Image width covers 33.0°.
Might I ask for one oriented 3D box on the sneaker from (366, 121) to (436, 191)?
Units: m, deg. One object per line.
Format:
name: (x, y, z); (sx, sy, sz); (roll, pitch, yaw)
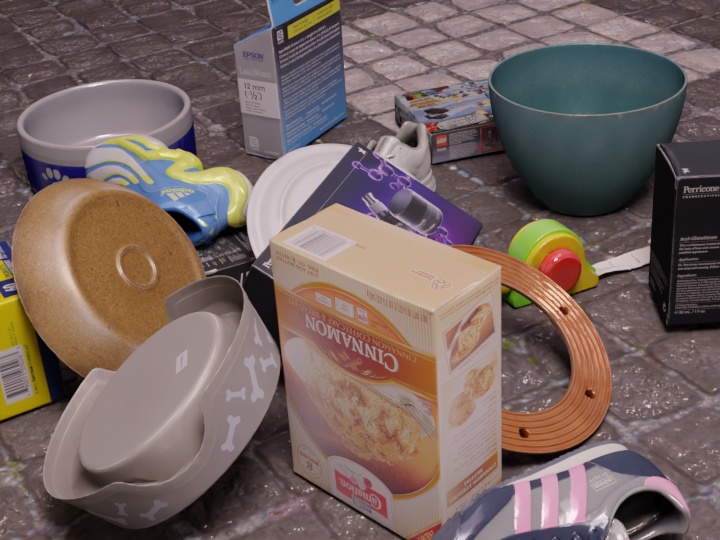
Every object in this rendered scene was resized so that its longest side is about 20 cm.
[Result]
sneaker: (0.012, -0.089, 1.250); (0.074, 0.088, 0.200); (14, 36, 24)

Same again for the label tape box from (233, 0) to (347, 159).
label tape box: (-0.082, -0.252, 1.428); (0.066, 0.202, 0.143); (12, 33, 29)

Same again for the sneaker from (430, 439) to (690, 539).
sneaker: (0.130, 0.175, 0.793); (0.199, 0.071, 0.082); (-23, 32, -27)

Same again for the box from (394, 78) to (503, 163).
box: (0.154, -0.186, 1.447); (0.198, 0.040, 0.137); (-11, 30, -12)

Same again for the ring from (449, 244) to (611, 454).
ring: (0.108, 0.062, 0.965); (0.198, 0.019, 0.202); (14, 47, -15)

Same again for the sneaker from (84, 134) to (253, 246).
sneaker: (-0.204, -0.074, 1.174); (0.198, 0.076, 0.105); (11, 34, 24)

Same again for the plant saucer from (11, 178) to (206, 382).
plant saucer: (-0.196, 0.005, 1.021); (0.035, 0.201, 0.200); (-31, 12, 36)

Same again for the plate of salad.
plate of salad: (-0.012, -0.032, 1.143); (0.198, 0.048, 0.202); (9, 56, -13)

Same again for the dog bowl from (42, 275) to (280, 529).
dog bowl: (-0.140, 0.098, 0.885); (0.199, 0.059, 0.201); (-34, 28, 21)

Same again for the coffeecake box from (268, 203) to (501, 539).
coffeecake box: (0.020, 0.075, 0.849); (0.153, 0.202, 0.073); (22, 38, 39)

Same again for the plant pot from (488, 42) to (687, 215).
plant pot: (0.231, -0.138, 1.256); (0.198, 0.136, 0.201); (-3, 30, 2)

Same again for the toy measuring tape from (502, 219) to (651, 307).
toy measuring tape: (0.204, -0.021, 1.124); (0.198, 0.074, 0.074); (-16, 32, -19)

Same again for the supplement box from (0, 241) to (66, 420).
supplement box: (-0.361, 0.070, 0.999); (0.198, 0.111, 0.109); (-20, 33, -25)

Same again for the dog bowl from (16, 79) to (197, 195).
dog bowl: (-0.289, -0.148, 1.399); (0.198, 0.080, 0.201); (-3, 30, 2)

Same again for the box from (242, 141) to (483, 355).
box: (0.000, 0.000, 1.032); (0.140, 0.079, 0.200); (31, 44, 5)

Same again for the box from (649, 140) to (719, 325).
box: (0.357, -0.037, 1.045); (0.197, 0.143, 0.079); (-3, 30, 1)

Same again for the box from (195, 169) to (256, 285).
box: (-0.158, -0.029, 1.210); (0.159, 0.044, 0.200); (-18, 33, -22)
